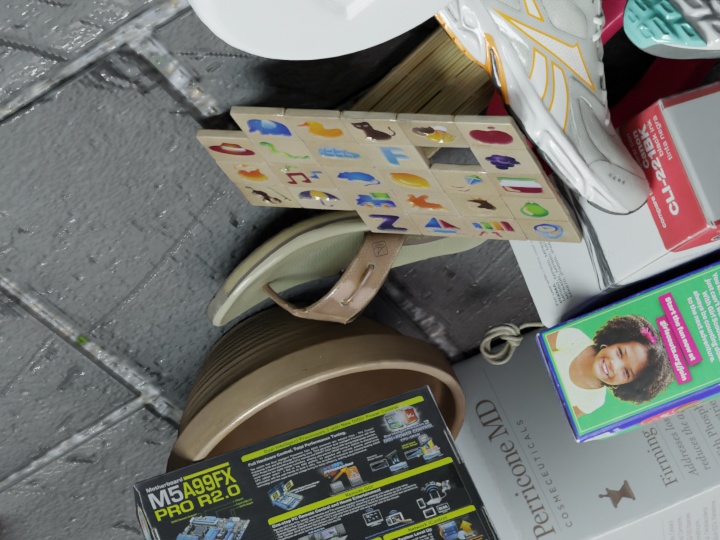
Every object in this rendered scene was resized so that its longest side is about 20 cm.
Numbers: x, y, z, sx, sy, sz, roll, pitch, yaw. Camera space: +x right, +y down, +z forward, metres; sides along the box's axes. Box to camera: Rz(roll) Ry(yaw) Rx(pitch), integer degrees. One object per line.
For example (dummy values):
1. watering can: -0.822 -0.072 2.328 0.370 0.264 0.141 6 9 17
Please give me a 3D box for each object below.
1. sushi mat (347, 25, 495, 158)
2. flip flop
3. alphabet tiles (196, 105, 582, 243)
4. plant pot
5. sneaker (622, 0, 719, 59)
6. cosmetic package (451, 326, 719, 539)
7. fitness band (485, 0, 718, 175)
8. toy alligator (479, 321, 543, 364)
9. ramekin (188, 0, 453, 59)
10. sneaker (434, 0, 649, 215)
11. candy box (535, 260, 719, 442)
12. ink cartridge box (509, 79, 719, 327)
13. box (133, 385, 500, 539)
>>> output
1. sushi mat: 0.049 -0.110 1.662 0.200 0.012 0.095 -41 146 25
2. flip flop: 0.000 0.000 1.740 0.199 0.058 0.081 -14 160 -24
3. alphabet tiles: 0.013 -0.055 1.617 0.199 0.008 0.167 4 159 20
4. plant pot: -0.039 0.085 1.817 0.200 0.093 0.201 -17 148 -11
5. sneaker: 0.222 -0.143 1.600 0.199 0.078 0.091 -17 151 -35
6. cosmetic package: 0.181 0.135 1.972 0.199 0.168 0.167 -22 150 -5
7. fitness band: 0.152 -0.122 1.682 0.143 0.038 0.200 -13 150 -38
8. toy alligator: 0.167 0.017 1.901 0.199 0.060 0.054 -20 -171 -9
9. ramekin: -0.016 -0.197 1.407 0.200 0.098 0.201 -18 148 -12
10. sneaker: 0.112 -0.122 1.554 0.092 0.076 0.200 -37 106 4
11. candy box: 0.219 0.035 1.705 0.199 0.077 0.169 -24 174 10
12. ink cartridge box: 0.195 -0.047 1.679 0.144 0.084 0.200 -18 170 -30
13. box: -0.020 0.173 1.719 0.199 0.161 0.044 -18 147 -12
